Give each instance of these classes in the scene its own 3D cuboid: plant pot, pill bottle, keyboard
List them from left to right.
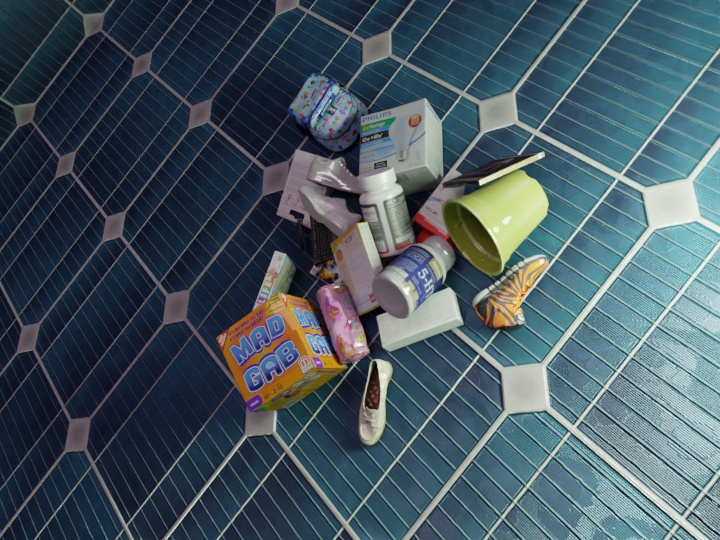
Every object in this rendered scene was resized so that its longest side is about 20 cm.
[{"bbox_3d":[-0.125,-0.106,1.726,0.125,0.021,0.203,-22,58,23],"label":"keyboard"},{"bbox_3d":[0.062,-0.146,1.556,0.112,0.114,0.203,-8,108,26],"label":"pill bottle"},{"bbox_3d":[0.130,0.008,1.469,0.119,0.121,0.199,25,51,34],"label":"pill bottle"},{"bbox_3d":[0.316,-0.124,1.419,0.183,0.202,0.200,-36,54,-12],"label":"plant pot"}]

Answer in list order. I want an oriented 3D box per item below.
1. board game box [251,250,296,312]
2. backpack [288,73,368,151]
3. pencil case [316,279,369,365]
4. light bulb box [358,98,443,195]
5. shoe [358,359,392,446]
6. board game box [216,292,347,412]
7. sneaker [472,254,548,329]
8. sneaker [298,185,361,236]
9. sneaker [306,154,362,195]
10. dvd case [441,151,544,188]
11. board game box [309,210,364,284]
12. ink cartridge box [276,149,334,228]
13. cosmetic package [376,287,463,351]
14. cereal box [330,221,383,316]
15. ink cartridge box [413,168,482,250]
[{"bbox_3d":[-0.234,0.063,1.684,0.034,0.135,0.203,17,78,11],"label":"board game box"},{"bbox_3d":[-0.085,-0.452,1.818,0.199,0.134,0.184,39,92,32],"label":"backpack"},{"bbox_3d":[-0.045,0.129,1.558,0.086,0.087,0.203,-28,72,16],"label":"pencil case"},{"bbox_3d":[0.107,-0.314,1.653,0.195,0.125,0.204,-10,66,26],"label":"light bulb box"},{"bbox_3d":[0.027,0.308,1.481,0.069,0.053,0.204,1,71,30],"label":"shoe"},{"bbox_3d":[-0.188,0.202,1.535,0.198,0.200,0.202,-34,71,12],"label":"board game box"},{"bbox_3d":[0.353,0.061,1.395,0.200,0.077,0.113,-42,59,21],"label":"sneaker"},{"bbox_3d":[-0.082,-0.171,1.686,0.088,0.076,0.199,-40,66,-19],"label":"sneaker"},{"bbox_3d":[-0.049,-0.263,1.719,0.197,0.075,0.090,19,92,11],"label":"sneaker"},{"bbox_3d":[0.307,-0.233,1.463,0.198,0.016,0.148,-26,14,-23],"label":"dvd case"},{"bbox_3d":[-0.037,-0.050,1.679,0.125,0.035,0.202,27,85,36],"label":"board game box"},{"bbox_3d":[-0.150,-0.235,1.828,0.159,0.050,0.204,23,100,35],"label":"ink cartridge box"},{"bbox_3d":[0.140,0.119,1.497,0.197,0.051,0.084,-22,57,20],"label":"cosmetic package"},{"bbox_3d":[0.000,0.000,1.560,0.143,0.039,0.203,-31,75,53],"label":"cereal box"},{"bbox_3d":[0.216,-0.134,1.550,0.116,0.067,0.201,38,91,35],"label":"ink cartridge box"}]
